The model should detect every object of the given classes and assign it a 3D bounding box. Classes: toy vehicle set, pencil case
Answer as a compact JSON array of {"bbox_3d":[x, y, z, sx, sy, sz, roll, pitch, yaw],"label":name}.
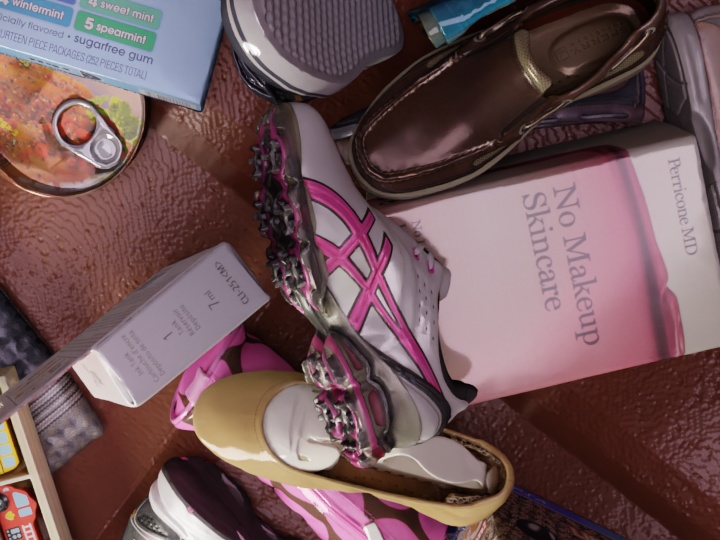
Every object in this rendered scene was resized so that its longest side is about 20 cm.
[{"bbox_3d":[-0.257,0.173,0.861,0.123,0.027,0.202,-15,102,1],"label":"toy vehicle set"},{"bbox_3d":[-0.033,0.123,0.838,0.200,0.094,0.091,40,111,-5],"label":"pencil case"}]

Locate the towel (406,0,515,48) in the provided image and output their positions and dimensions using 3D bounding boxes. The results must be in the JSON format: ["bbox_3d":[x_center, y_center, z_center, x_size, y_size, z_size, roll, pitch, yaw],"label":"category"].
[{"bbox_3d":[0.123,-0.178,0.752,0.198,0.147,0.022,-24,102,4],"label":"towel"}]

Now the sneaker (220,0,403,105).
[{"bbox_3d":[-0.042,-0.129,0.741,0.079,0.200,0.079,-17,92,22],"label":"sneaker"}]

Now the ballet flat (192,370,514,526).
[{"bbox_3d":[0.001,0.099,0.777,0.198,0.063,0.069,16,70,-15],"label":"ballet flat"}]

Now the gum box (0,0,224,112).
[{"bbox_3d":[-0.148,-0.215,0.778,0.168,0.045,0.203,16,89,-6],"label":"gum box"}]

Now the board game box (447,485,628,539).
[{"bbox_3d":[0.131,0.228,0.801,0.158,0.200,0.098,26,99,-4],"label":"board game box"}]

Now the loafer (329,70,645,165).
[{"bbox_3d":[0.082,-0.093,0.810,0.198,0.072,0.064,-18,104,1],"label":"loafer"}]

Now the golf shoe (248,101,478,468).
[{"bbox_3d":[0.000,0.000,0.725,0.091,0.072,0.202,-21,100,-19],"label":"golf shoe"}]

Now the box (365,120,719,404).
[{"bbox_3d":[0.110,-0.004,0.804,0.197,0.109,0.129,-14,99,4],"label":"box"}]

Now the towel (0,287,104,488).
[{"bbox_3d":[-0.299,0.089,0.873,0.199,0.035,0.193,-36,101,5],"label":"towel"}]

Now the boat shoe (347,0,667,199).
[{"bbox_3d":[0.082,-0.111,0.733,0.201,0.075,0.075,-32,84,-8],"label":"boat shoe"}]

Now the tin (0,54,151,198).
[{"bbox_3d":[-0.219,-0.133,0.822,0.200,0.042,0.112,42,103,-6],"label":"tin"}]

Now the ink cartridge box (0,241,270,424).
[{"bbox_3d":[-0.149,0.057,0.749,0.173,0.200,0.044,-41,98,-16],"label":"ink cartridge box"}]

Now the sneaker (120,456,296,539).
[{"bbox_3d":[-0.076,0.216,0.876,0.200,0.080,0.086,45,110,1],"label":"sneaker"}]

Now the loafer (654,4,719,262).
[{"bbox_3d":[0.232,-0.064,0.814,0.062,0.072,0.203,-14,97,-4],"label":"loafer"}]
